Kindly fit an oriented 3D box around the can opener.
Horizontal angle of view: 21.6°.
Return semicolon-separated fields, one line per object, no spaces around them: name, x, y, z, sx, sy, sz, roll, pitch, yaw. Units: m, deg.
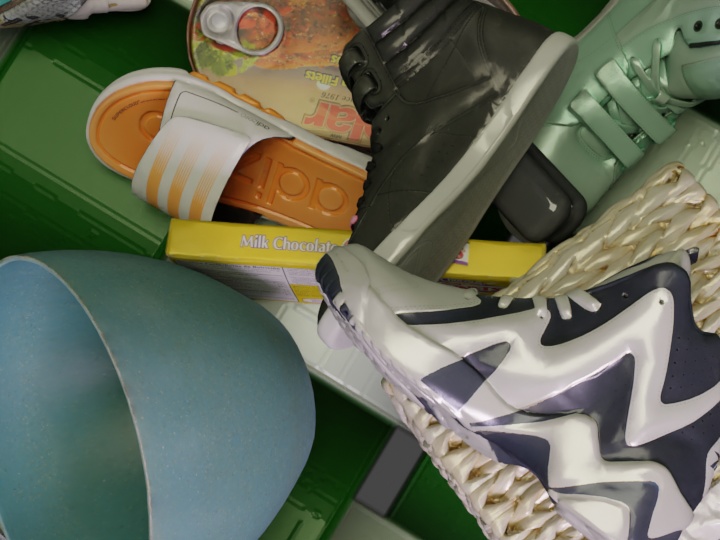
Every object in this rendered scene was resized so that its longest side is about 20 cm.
can opener;0.056;-0.105;1.015;0.067;0.053;0.200;-47;72;18

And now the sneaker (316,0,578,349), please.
sneaker;0.017;-0.058;0.959;0.099;0.071;0.200;33;80;18

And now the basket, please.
basket;0.137;0.074;0.960;0.200;0.198;0.161;-36;78;-2

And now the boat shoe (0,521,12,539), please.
boat shoe;-0.224;0.232;1.018;0.070;0.072;0.202;3;84;4

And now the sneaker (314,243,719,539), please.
sneaker;0.087;0.023;0.841;0.199;0.080;0.130;37;82;15

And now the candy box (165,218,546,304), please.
candy box;0.000;0.000;1.029;0.199;0.102;0.027;4;76;4

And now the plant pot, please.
plant pot;-0.104;0.077;0.996;0.134;0.200;0.201;-14;77;-34

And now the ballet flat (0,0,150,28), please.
ballet flat;-0.130;-0.190;1.087;0.200;0.072;0.072;-40;80;10

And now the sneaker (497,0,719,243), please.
sneaker;0.156;-0.096;1.021;0.074;0.118;0.201;38;83;-27

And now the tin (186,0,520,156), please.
tin;0.000;-0.122;1.083;0.199;0.042;0.112;12;77;6

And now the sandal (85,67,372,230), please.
sandal;-0.061;-0.050;1.048;0.206;0.059;0.079;19;126;6
